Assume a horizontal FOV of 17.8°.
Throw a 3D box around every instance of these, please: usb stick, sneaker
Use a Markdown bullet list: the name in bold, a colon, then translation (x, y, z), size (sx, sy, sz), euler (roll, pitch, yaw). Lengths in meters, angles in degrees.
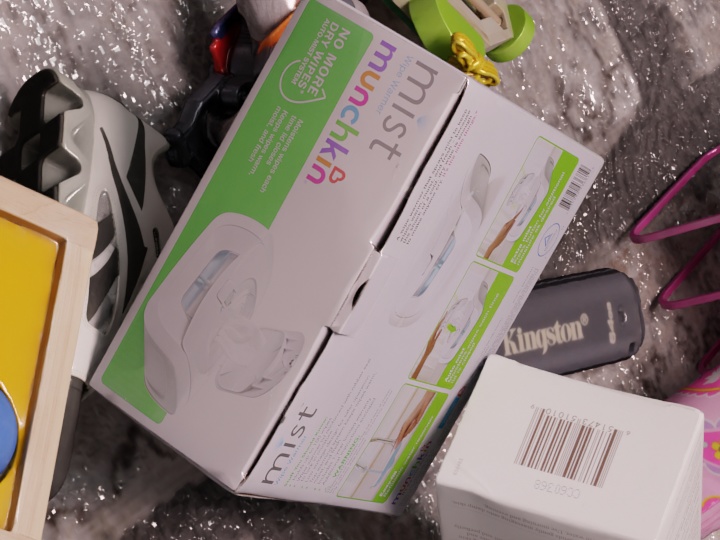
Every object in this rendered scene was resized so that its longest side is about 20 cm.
- **usb stick**: translation (0.084, 0.036, 1.249), size (0.199, 0.032, 0.056), euler (-10, 84, -44)
- **sneaker**: translation (-0.119, 0.013, 1.039), size (0.088, 0.074, 0.202), euler (20, 66, -35)

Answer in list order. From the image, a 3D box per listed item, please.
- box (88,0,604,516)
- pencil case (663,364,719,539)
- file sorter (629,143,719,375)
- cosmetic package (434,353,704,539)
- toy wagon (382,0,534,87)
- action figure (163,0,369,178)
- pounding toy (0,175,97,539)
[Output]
- **box**: translation (0.000, 0.000, 1.033), size (0.201, 0.096, 0.176), euler (-60, 153, 6)
- **pencil case**: translation (0.223, 0.084, 1.249), size (0.087, 0.199, 0.088), euler (44, 26, -28)
- **file sorter**: translation (0.267, 0.021, 1.360), size (0.139, 0.125, 0.201), euler (-42, 108, -42)
- **cosmetic package**: translation (0.104, 0.143, 1.119), size (0.201, 0.112, 0.081), euler (83, 28, -52)
- **toy wagon**: translation (0.034, -0.169, 1.204), size (0.155, 0.039, 0.201), euler (40, 32, -41)
- **action figure**: translation (0.001, -0.095, 1.165), size (0.194, 0.104, 0.201), euler (54, 50, -30)
- **pounding toy**: translation (-0.202, 0.005, 0.916), size (0.183, 0.142, 0.202), euler (25, 62, -36)
